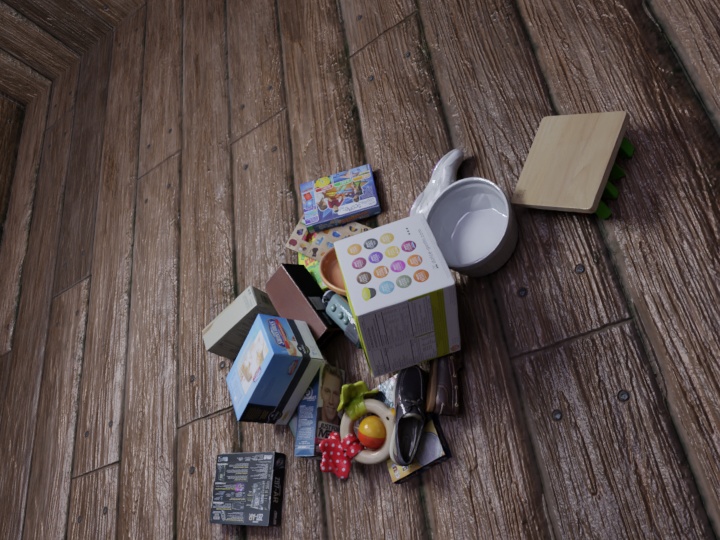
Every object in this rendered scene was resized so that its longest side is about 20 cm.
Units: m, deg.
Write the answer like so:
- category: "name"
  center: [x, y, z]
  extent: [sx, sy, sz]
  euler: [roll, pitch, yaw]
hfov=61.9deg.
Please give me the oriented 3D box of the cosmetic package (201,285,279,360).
- category: "cosmetic package"
  center: [-0.319, 0.142, 1.607]
  extent: [0.199, 0.105, 0.072]
  euler: [-40, 51, 14]

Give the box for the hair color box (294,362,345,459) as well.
- category: "hair color box"
  center: [-0.090, 0.320, 1.361]
  extent: [0.059, 0.099, 0.206]
  euler: [-12, 64, 32]

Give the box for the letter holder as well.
- category: "letter holder"
  center: [-0.153, 0.107, 1.458]
  extent: [0.142, 0.100, 0.201]
  euler: [-45, 69, 20]

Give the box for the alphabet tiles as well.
- category: "alphabet tiles"
  center: [-0.073, -0.097, 1.534]
  extent: [0.196, 0.008, 0.170]
  euler: [22, 72, 22]

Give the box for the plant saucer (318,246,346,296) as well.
- category: "plant saucer"
  center: [0.000, 0.000, 1.411]
  extent: [0.194, 0.038, 0.203]
  euler: [-2, 39, 2]

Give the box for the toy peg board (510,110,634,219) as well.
- category: "toy peg board"
  center: [0.437, -0.200, 1.213]
  extent: [0.197, 0.097, 0.204]
  euler: [14, 79, 55]

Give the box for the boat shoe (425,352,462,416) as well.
- category: "boat shoe"
  center: [0.176, 0.201, 1.241]
  extent: [0.068, 0.071, 0.205]
  euler: [8, 62, 0]

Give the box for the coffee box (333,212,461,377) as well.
- category: "coffee box"
  center: [0.073, 0.051, 1.194]
  extent: [0.193, 0.203, 0.202]
  euler: [-17, 46, -2]

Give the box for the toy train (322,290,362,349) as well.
- category: "toy train"
  center: [-0.008, 0.110, 1.374]
  extent: [0.200, 0.113, 0.086]
  euler: [43, 109, 40]

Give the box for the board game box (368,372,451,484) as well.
- category: "board game box"
  center: [0.096, 0.322, 1.265]
  extent: [0.134, 0.034, 0.203]
  euler: [-34, 55, 21]

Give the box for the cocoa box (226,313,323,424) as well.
- category: "cocoa box"
  center: [-0.195, 0.222, 1.335]
  extent: [0.203, 0.129, 0.134]
  euler: [-60, 38, 23]

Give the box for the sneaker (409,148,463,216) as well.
- category: "sneaker"
  center: [0.197, -0.183, 1.395]
  extent: [0.098, 0.075, 0.203]
  euler: [30, 90, 22]

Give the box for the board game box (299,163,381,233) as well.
- category: "board game box"
  center: [-0.053, -0.185, 1.546]
  extent: [0.195, 0.035, 0.138]
  euler: [-15, 61, 7]

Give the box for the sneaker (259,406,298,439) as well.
- category: "sneaker"
  center: [-0.185, 0.355, 1.432]
  extent: [0.118, 0.074, 0.202]
  euler: [-40, 42, 8]

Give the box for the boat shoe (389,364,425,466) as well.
- category: "boat shoe"
  center: [0.099, 0.286, 1.196]
  extent: [0.065, 0.070, 0.206]
  euler: [150, 131, -72]

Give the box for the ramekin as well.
- category: "ramekin"
  center: [0.242, -0.084, 1.284]
  extent: [0.196, 0.104, 0.206]
  euler: [-15, 62, 30]

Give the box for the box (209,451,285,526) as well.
- category: "box"
  center: [-0.273, 0.525, 1.447]
  extent: [0.196, 0.043, 0.165]
  euler: [-14, 63, 32]

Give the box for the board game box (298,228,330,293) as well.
- category: "board game box"
  center: [-0.109, -0.029, 1.559]
  extent: [0.100, 0.047, 0.205]
  euler: [-21, 60, 28]

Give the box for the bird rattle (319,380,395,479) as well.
- category: "bird rattle"
  center: [0.000, 0.336, 1.248]
  extent: [0.159, 0.113, 0.205]
  euler: [11, 80, 22]
